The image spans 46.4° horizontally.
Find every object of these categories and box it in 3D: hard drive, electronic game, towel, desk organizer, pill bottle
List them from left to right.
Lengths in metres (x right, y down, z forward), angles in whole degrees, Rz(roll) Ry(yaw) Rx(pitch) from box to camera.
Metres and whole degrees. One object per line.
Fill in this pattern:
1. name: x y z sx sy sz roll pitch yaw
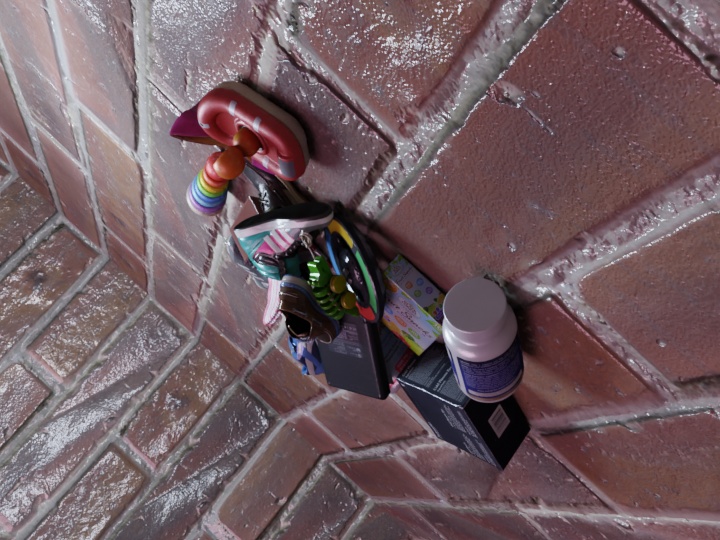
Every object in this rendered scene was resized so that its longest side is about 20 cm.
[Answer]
1. desk organizer: -0.195 -0.090 1.653 0.078 0.071 0.200 61 154 6
2. towel: -0.164 0.017 1.677 0.029 0.150 0.200 8 160 -14
3. towel: -0.100 -0.017 1.713 0.200 0.023 0.143 49 159 -17
4. hard drive: -0.021 0.149 1.601 0.137 0.033 0.203 10 127 31
5. electronic game: -0.012 -0.004 1.454 0.201 0.041 0.202 56 160 31
6. pill bottle: 0.018 0.143 1.675 0.199 0.109 0.109 38 161 0
7. pill bottle: 0.186 0.107 1.283 0.115 0.116 0.201 28 157 31

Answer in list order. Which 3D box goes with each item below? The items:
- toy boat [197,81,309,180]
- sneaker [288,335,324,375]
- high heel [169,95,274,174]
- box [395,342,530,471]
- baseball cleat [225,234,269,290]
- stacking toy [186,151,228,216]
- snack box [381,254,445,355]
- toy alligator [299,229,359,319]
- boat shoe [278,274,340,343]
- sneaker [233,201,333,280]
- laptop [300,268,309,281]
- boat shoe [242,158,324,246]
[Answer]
1. toy boat: -0.183 -0.199 1.324 0.198 0.131 0.131 34 159 20
2. sneaker: -0.116 0.134 1.694 0.074 0.081 0.203 -86 -25 -60
3. high heel: -0.231 -0.208 1.448 0.199 0.096 0.068 38 161 11
4. box: 0.195 0.251 1.586 0.180 0.104 0.201 17 149 48
5. baseball cleat: -0.224 -0.016 1.906 0.105 0.071 0.200 20 161 32
6. stacking toy: -0.290 -0.177 1.670 0.085 0.086 0.200 43 155 -5
7. snack box: 0.086 0.065 1.480 0.142 0.053 0.200 41 160 5
8. toy alligator: -0.064 0.023 1.427 0.059 0.055 0.201 9 142 46
9. boat shoe: -0.100 0.087 1.494 0.071 0.073 0.201 7 151 30
10. sneaker: -0.119 -0.041 1.460 0.196 0.084 0.123 -8 115 30
11. laptop: -0.096 0.052 1.806 0.198 0.105 0.177 21 -171 -38
12. boat shoe: -0.149 -0.127 1.507 0.199 0.065 0.073 42 159 -2
